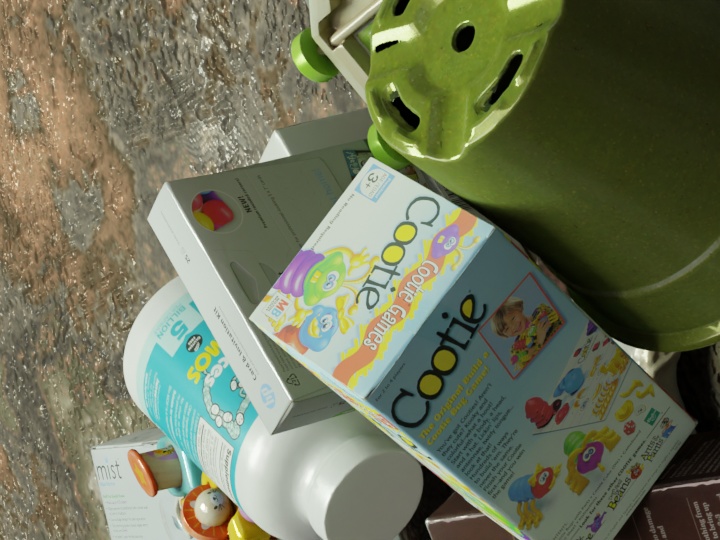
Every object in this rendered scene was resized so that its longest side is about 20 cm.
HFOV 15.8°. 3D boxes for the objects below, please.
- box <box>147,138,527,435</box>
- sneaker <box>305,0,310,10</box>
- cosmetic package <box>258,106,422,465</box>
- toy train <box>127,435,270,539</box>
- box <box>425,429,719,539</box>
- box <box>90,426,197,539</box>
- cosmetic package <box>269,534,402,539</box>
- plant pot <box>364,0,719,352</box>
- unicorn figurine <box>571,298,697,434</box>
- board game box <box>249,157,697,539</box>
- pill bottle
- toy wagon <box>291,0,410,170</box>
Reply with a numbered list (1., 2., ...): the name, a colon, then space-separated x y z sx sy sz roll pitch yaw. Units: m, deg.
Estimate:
1. box: 0.000 0.000 1.497 0.156 0.199 0.041 58 141 23
2. sneaker: 0.021 -0.207 1.504 0.080 0.071 0.201 54 140 36
3. cosmetic package: 0.010 0.012 1.593 0.200 0.085 0.108 58 146 23
4. toy train: -0.098 0.175 1.631 0.200 0.055 0.151 -130 35 -48
5. box: 0.145 0.150 1.381 0.199 0.075 0.101 -12 105 32
6. box: -0.088 0.191 1.794 0.200 0.096 0.177 -12 92 57
7. cosmetic package: -0.009 0.202 1.604 0.102 0.071 0.201 96 155 -52
8. plant pot: 0.107 -0.083 1.252 0.200 0.190 0.201 -23 57 40
9. unicorn figurine: 0.146 0.073 1.438 0.137 0.074 0.201 -31 90 46
10. board game box: 0.058 0.050 1.289 0.105 0.200 0.103 -52 42 -5
11. pill bottle: -0.047 0.086 1.531 0.200 0.110 0.111 38 132 43
12. toy wagon: 0.055 -0.114 1.477 0.200 0.040 0.155 49 135 -7
